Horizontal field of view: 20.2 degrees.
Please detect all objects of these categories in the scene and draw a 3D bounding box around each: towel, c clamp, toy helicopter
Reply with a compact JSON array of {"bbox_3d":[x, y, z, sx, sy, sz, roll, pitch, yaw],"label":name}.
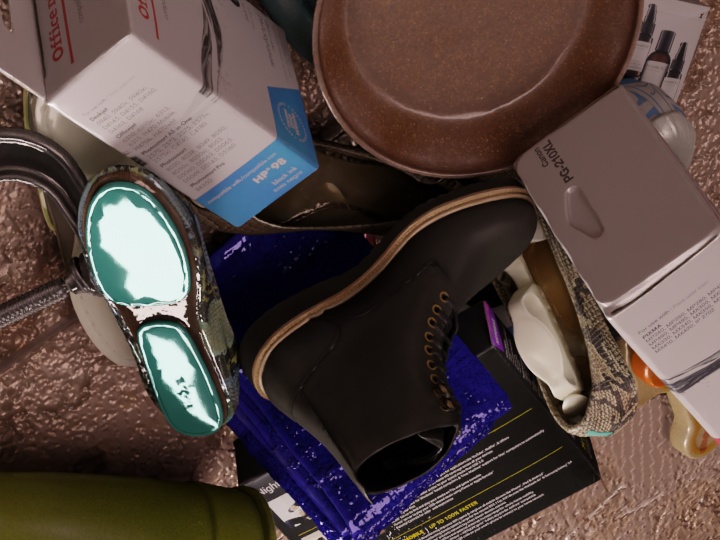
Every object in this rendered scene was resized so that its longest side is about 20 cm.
[{"bbox_3d":[-0.022,0.058,1.246,0.148,0.050,0.200,-43,82,-1],"label":"towel"},{"bbox_3d":[-0.224,0.009,1.168,0.199,0.027,0.171,-29,113,17],"label":"c clamp"},{"bbox_3d":[0.239,0.060,1.461,0.132,0.079,0.201,-40,137,-16],"label":"toy helicopter"}]

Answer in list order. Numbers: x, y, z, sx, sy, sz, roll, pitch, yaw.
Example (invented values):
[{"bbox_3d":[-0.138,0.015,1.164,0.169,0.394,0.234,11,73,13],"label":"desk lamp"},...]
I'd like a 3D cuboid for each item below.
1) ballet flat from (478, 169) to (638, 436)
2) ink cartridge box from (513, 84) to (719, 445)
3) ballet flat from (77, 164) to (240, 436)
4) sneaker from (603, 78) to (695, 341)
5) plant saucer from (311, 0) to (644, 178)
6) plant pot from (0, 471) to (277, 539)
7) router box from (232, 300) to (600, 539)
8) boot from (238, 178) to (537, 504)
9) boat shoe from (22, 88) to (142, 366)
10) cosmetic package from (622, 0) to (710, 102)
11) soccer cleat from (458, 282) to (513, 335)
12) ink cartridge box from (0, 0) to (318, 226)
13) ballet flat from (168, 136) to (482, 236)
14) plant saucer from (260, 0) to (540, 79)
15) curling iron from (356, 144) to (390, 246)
[{"bbox_3d":[0.113,0.014,1.288,0.068,0.201,0.075,-32,164,33],"label":"ballet flat"},{"bbox_3d":[0.193,0.006,1.215,0.084,0.145,0.200,-36,135,10],"label":"ink cartridge box"},{"bbox_3d":[-0.112,0.005,1.158,0.074,0.074,0.201,-24,132,-16],"label":"ballet flat"},{"bbox_3d":[0.169,-0.035,1.322,0.071,0.073,0.201,-8,130,-23],"label":"sneaker"},{"bbox_3d":[0.066,-0.150,1.172,0.199,0.037,0.202,-7,122,-11],"label":"plant saucer"},{"bbox_3d":[-0.179,0.205,1.239,0.192,0.200,0.202,19,105,-21],"label":"plant pot"},{"bbox_3d":[0.038,0.126,1.341,0.199,0.051,0.149,-30,126,15],"label":"router box"},{"bbox_3d":[0.046,0.043,1.164,0.199,0.138,0.078,-36,136,-8],"label":"boot"},{"bbox_3d":[-0.151,-0.038,1.194,0.072,0.060,0.203,-19,121,-12],"label":"boat shoe"},{"bbox_3d":[0.123,-0.154,1.290,0.199,0.051,0.083,6,109,-30],"label":"cosmetic package"},{"bbox_3d":[0.112,0.046,1.373,0.199,0.070,0.087,23,102,-34],"label":"soccer cleat"},{"bbox_3d":[-0.116,-0.123,1.106,0.066,0.116,0.200,-33,139,22],"label":"ink cartridge box"},{"bbox_3d":[-0.017,-0.048,1.223,0.198,0.046,0.068,8,88,-4],"label":"ballet flat"},{"bbox_3d":[0.031,-0.199,1.191,0.198,0.027,0.202,-2,111,-5],"label":"plant saucer"},{"bbox_3d":[0.000,0.000,1.308,0.025,0.050,0.201,2,117,-11],"label":"curling iron"}]
